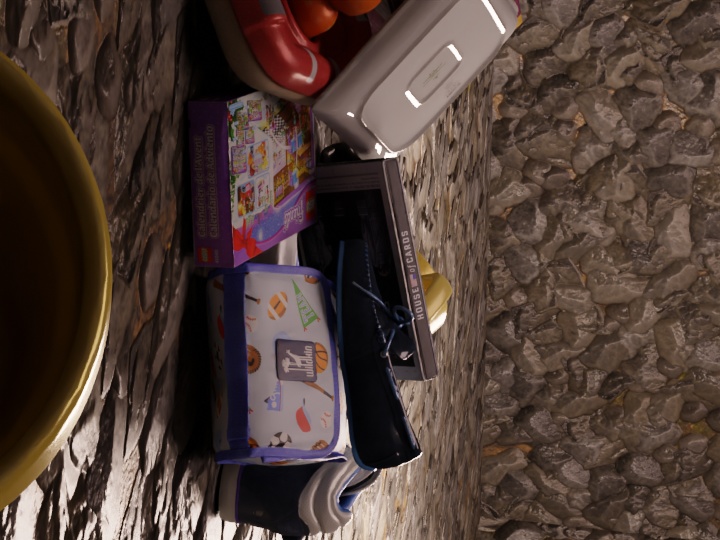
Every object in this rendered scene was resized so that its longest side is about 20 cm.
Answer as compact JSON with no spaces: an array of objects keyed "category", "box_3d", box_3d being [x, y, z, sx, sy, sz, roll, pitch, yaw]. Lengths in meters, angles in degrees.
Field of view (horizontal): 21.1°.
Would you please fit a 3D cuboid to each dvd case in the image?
[{"category":"dvd case","box_3d":[0.000,0.000,1.760,0.025,0.150,0.202,-16,99,-37]}]

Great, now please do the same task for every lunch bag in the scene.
[{"category":"lunch bag","box_3d":[-0.076,0.086,1.676,0.200,0.123,0.172,32,55,-75]}]

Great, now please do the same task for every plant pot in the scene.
[{"category":"plant pot","box_3d":[-0.197,0.017,0.755,0.189,0.199,0.202,120,-22,-76]}]

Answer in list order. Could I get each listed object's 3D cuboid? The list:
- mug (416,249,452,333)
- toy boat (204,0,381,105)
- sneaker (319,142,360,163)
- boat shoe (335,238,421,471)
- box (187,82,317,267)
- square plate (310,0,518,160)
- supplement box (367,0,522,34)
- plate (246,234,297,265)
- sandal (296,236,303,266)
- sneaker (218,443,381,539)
[{"category":"mug","box_3d":[-0.010,0.044,1.935,0.153,0.149,0.187,-47,170,-32]},{"category":"toy boat","box_3d":[-0.036,-0.218,1.593,0.200,0.130,0.131,6,62,-69]},{"category":"sneaker","box_3d":[-0.006,-0.066,2.076,0.201,0.073,0.088,-110,-177,-48]},{"category":"boat shoe","box_3d":[0.017,0.070,1.682,0.084,0.068,0.202,-68,152,-81]},{"category":"box","box_3d":[-0.089,-0.090,1.645,0.200,0.039,0.138,-33,123,-67]},{"category":"square plate","box_3d":[0.058,-0.180,1.678,0.200,0.028,0.198,-47,160,2]},{"category":"supplement box","box_3d":[0.059,-0.262,1.725,0.131,0.103,0.200,-40,156,-9]},{"category":"plate","box_3d":[-0.085,-0.085,1.814,0.200,0.032,0.201,52,45,-77]},{"category":"sandal","box_3d":[-0.005,0.013,1.842,0.202,0.057,0.080,62,-33,19]},{"category":"sneaker","box_3d":[-0.046,0.165,1.830,0.081,0.145,0.201,85,14,-48]}]
